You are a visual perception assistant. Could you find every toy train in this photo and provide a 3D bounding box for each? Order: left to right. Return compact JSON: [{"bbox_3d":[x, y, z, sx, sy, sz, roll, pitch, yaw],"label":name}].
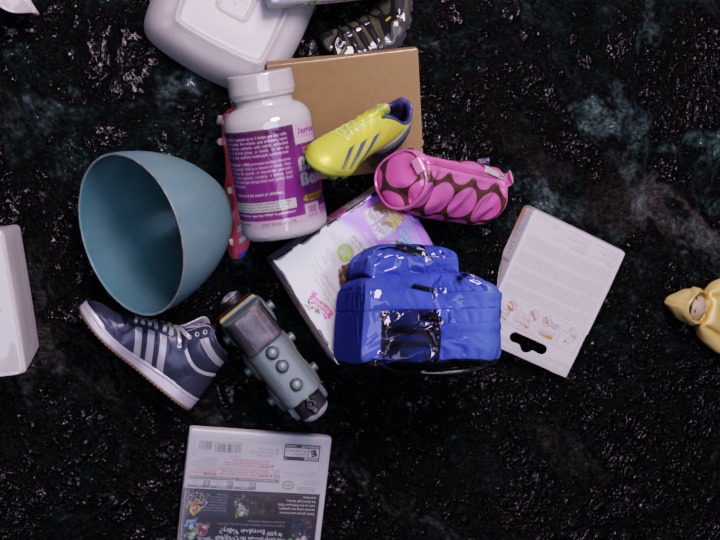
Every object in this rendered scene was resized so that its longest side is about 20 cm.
[{"bbox_3d":[-0.115,0.115,1.342,0.085,0.114,0.201,-36,101,-7],"label":"toy train"}]

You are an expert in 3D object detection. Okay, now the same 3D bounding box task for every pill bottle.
[{"bbox_3d":[-0.109,-0.145,1.266,0.111,0.112,0.202,-12,104,-12],"label":"pill bottle"}]

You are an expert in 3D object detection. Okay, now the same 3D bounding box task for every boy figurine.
[{"bbox_3d":[0.549,0.063,1.522,0.198,0.064,0.126,19,93,-17],"label":"boy figurine"}]

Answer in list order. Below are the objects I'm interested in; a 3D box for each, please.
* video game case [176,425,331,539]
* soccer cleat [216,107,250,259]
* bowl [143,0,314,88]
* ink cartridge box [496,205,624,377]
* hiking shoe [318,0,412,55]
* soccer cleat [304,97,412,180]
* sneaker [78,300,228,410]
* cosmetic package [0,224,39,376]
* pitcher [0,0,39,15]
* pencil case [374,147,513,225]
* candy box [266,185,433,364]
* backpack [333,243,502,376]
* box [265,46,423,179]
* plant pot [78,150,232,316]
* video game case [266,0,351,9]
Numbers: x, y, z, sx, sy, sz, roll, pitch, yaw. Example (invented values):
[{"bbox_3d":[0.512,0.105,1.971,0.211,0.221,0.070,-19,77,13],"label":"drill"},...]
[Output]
[{"bbox_3d":[-0.146,0.311,1.399,0.198,0.023,0.184,6,93,-14],"label":"video game case"},{"bbox_3d":[-0.148,-0.116,1.344,0.076,0.067,0.203,-3,97,-27],"label":"soccer cleat"},{"bbox_3d":[-0.161,-0.345,1.315,0.199,0.075,0.201,26,89,-15],"label":"bowl"},{"bbox_3d":[0.269,0.030,1.468,0.161,0.050,0.202,23,97,-14],"label":"ink cartridge box"},{"bbox_3d":[-0.001,-0.307,1.353,0.100,0.076,0.202,22,90,-17],"label":"hiking shoe"},{"bbox_3d":[-0.001,-0.169,1.248,0.065,0.200,0.084,39,125,15],"label":"soccer cleat"},{"bbox_3d":[-0.262,0.081,1.326,0.109,0.070,0.200,-47,110,-1],"label":"sneaker"},{"bbox_3d":[-0.482,0.040,1.205,0.165,0.200,0.168,-9,96,-12],"label":"cosmetic package"},{"bbox_3d":[-0.451,-0.428,1.226,0.170,0.121,0.202,16,102,1],"label":"pitcher"},{"bbox_3d":[0.113,-0.113,1.349,0.199,0.093,0.092,1,73,-47],"label":"pencil case"},{"bbox_3d":[0.000,0.000,1.382,0.199,0.071,0.169,-33,101,-9],"label":"candy box"},{"bbox_3d":[0.082,0.053,1.288,0.198,0.162,0.170,4,92,-15],"label":"backpack"},{"bbox_3d":[-0.017,-0.203,1.336,0.197,0.021,0.165,-7,116,-5],"label":"box"},{"bbox_3d":[-0.239,-0.060,1.277,0.134,0.199,0.202,-24,102,-47],"label":"plant pot"},{"bbox_3d":[-0.060,-0.436,1.306,0.180,0.022,0.202,-12,79,-24],"label":"video game case"}]
